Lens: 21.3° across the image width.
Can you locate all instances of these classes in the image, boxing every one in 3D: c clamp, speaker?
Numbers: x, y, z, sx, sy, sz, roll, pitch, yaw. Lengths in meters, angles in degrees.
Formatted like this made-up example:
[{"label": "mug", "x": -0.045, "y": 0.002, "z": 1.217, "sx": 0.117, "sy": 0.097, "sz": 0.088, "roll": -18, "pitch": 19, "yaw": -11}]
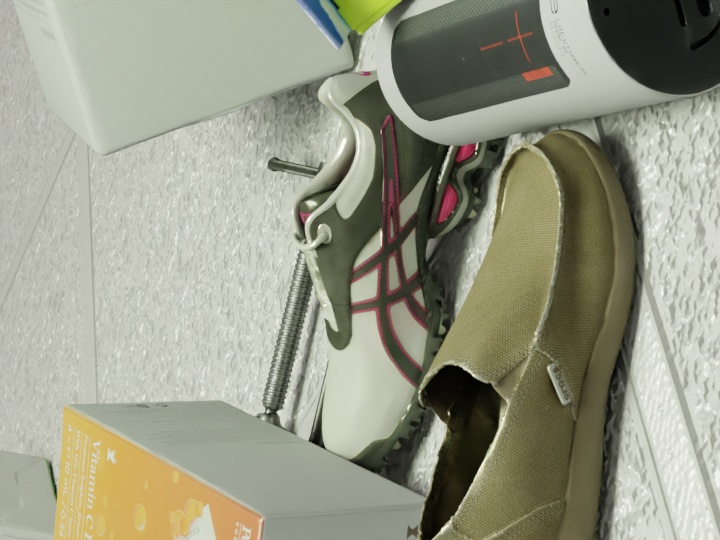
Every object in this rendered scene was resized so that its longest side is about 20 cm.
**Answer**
[{"label": "c clamp", "x": -0.027, "y": 0.034, "z": 1.073, "sx": 0.171, "sy": 0.027, "sz": 0.202, "roll": 3, "pitch": 80, "yaw": 63}, {"label": "speaker", "x": 0.081, "y": -0.101, "z": 0.796, "sx": 0.200, "sy": 0.081, "sz": 0.082, "roll": 177, "pitch": 104, "yaw": -67}]

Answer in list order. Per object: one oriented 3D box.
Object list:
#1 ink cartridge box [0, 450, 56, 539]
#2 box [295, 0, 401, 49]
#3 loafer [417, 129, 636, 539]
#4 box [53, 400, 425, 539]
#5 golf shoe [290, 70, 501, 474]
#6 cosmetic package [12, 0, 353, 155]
[{"label": "ink cartridge box", "x": -0.311, "y": 0.264, "z": 1.588, "sx": 0.117, "sy": 0.067, "sz": 0.201, "roll": -118, "pitch": 46, "yaw": -57}, {"label": "box", "x": -0.013, "y": -0.189, "z": 0.898, "sx": 0.048, "sy": 0.122, "sz": 0.200, "roll": -35, "pitch": 13, "yaw": 23}, {"label": "loafer", "x": 0.064, "y": 0.034, "z": 0.780, "sx": 0.076, "sy": 0.067, "sz": 0.202, "roll": 150, "pitch": 129, "yaw": -61}, {"label": "box", "x": -0.064, "y": 0.146, "z": 0.924, "sx": 0.199, "sy": 0.097, "sz": 0.126, "roll": 17, "pitch": 103, "yaw": 54}, {"label": "golf shoe", "x": 0.000, "y": 0.000, "z": 0.934, "sx": 0.077, "sy": 0.087, "sz": 0.202, "roll": -152, "pitch": 74, "yaw": -66}, {"label": "cosmetic package", "x": -0.126, "y": -0.197, "z": 1.138, "sx": 0.165, "sy": 0.164, "sz": 0.202, "roll": -146, "pitch": 38, "yaw": -67}]
